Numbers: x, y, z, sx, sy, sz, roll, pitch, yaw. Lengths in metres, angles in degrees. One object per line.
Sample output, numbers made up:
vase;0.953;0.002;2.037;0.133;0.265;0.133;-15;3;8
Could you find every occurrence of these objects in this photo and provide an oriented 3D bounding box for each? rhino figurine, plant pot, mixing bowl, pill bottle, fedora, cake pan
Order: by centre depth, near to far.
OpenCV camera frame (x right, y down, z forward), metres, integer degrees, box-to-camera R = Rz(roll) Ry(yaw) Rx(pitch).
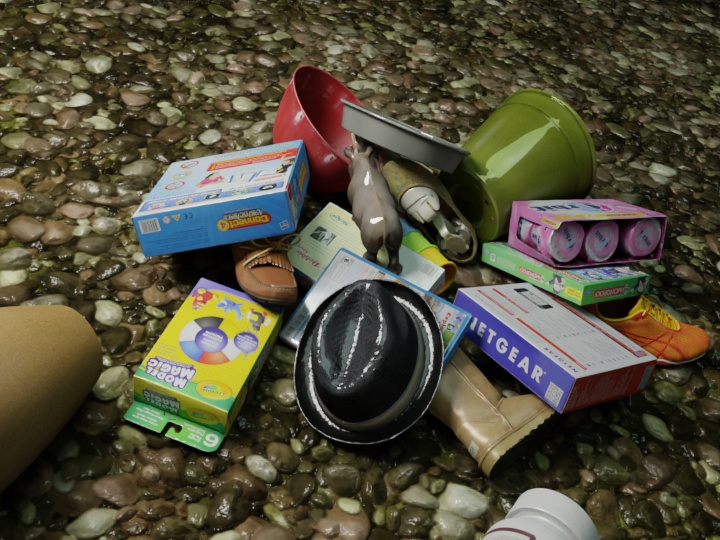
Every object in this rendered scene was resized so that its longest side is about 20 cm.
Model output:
pill bottle;0.143;0.303;0.719;0.109;0.111;0.199;32;44;19
plant pot;-0.350;0.112;0.746;0.184;0.189;0.199;30;31;17
fedora;0.001;0.086;0.870;0.196;0.092;0.205;-6;62;10
rhino figurine;0.012;-0.095;1.021;0.058;0.088;0.203;-11;54;-6
cake pan;0.057;-0.186;1.086;0.197;0.037;0.201;22;12;-5
mixing bowl;-0.060;-0.193;1.176;0.199;0.108;0.202;37;32;-27
plant pot;0.222;-0.141;1.189;0.192;0.202;0.200;-35;60;-28

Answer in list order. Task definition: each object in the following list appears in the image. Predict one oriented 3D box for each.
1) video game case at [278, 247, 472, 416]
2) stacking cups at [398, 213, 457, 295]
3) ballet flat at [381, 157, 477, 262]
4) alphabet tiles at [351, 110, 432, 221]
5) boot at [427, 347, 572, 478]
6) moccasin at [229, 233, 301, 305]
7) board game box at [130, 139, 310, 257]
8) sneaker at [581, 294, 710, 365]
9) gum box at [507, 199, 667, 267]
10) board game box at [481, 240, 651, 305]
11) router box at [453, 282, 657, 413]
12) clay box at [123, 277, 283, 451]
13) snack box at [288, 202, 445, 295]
video game case;0.017;0.069;0.945;0.198;0.018;0.144;27;68;25
stacking cups;0.060;-0.052;1.120;0.060;0.061;0.201;-14;49;-29
ballet flat;0.103;-0.079;1.096;0.200;0.070;0.071;42;26;-35
alphabet tiles;0.059;-0.158;1.189;0.194;0.015;0.203;31;36;-36
boot;0.143;0.130;0.944;0.173;0.067;0.200;-20;51;-34
moccasin;-0.119;-0.022;0.988;0.072;0.079;0.202;11;24;-20
board game box;-0.172;-0.099;1.019;0.195;0.057;0.197;-9;26;7
sneaker;0.393;0.076;1.071;0.196;0.078;0.074;12;39;-6
gum box;0.313;-0.056;1.097;0.196;0.068;0.113;-4;18;-23
board game box;0.283;-0.005;1.093;0.132;0.030;0.199;-7;22;-30
router box;0.236;0.086;0.972;0.177;0.050;0.199;-3;30;-40
clay box;-0.174;0.102;0.890;0.113;0.048;0.201;19;40;4
snack box;0.000;0.000;1.031;0.198;0.037;0.116;32;62;23
